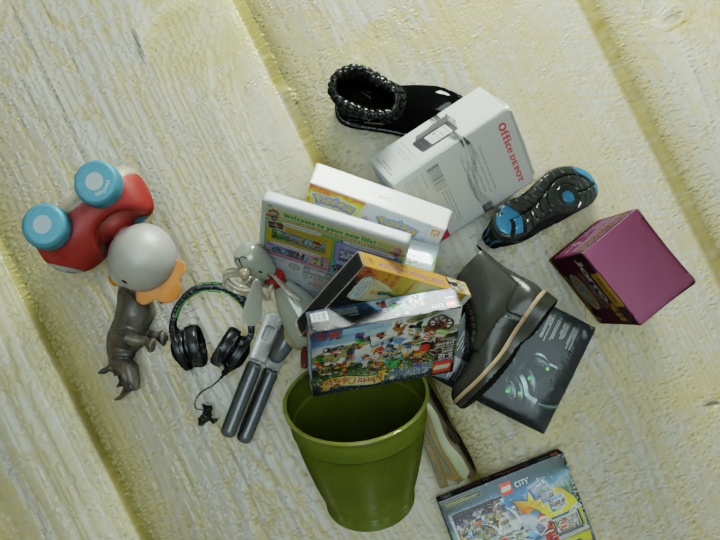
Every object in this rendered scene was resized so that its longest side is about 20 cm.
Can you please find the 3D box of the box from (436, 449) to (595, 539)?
[{"bbox_3d":[0.230,0.367,1.453,0.199,0.038,0.137,-21,89,-3],"label":"box"}]

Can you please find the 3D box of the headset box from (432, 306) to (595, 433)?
[{"bbox_3d":[0.224,0.121,1.441,0.199,0.093,0.175,26,87,-1],"label":"headset box"}]

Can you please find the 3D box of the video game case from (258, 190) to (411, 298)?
[{"bbox_3d":[-0.041,-0.014,1.326,0.199,0.182,0.022,17,51,5],"label":"video game case"}]

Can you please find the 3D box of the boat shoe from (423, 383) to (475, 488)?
[{"bbox_3d":[0.093,0.232,1.448,0.076,0.072,0.201,-29,90,9],"label":"boat shoe"}]

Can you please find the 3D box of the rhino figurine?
[{"bbox_3d":[-0.331,0.093,1.436,0.087,0.060,0.201,14,88,18],"label":"rhino figurine"}]

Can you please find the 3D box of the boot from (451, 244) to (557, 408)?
[{"bbox_3d":[0.160,0.079,1.369,0.138,0.077,0.200,39,89,15],"label":"boot"}]

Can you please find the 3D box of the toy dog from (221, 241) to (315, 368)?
[{"bbox_3d":[-0.106,0.059,1.341,0.200,0.132,0.097,31,48,-13],"label":"toy dog"}]

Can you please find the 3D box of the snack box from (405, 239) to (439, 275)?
[{"bbox_3d":[0.000,0.000,1.384,0.199,0.142,0.053,16,53,4],"label":"snack box"}]

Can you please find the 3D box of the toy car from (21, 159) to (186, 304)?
[{"bbox_3d":[-0.335,-0.025,1.368,0.177,0.184,0.200,-40,83,-3],"label":"toy car"}]

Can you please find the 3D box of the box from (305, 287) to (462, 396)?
[{"bbox_3d":[0.029,0.096,1.294,0.199,0.137,0.038,-9,47,-9],"label":"box"}]

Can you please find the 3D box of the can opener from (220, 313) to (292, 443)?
[{"bbox_3d":[-0.148,0.156,1.440,0.052,0.066,0.201,24,86,-14],"label":"can opener"}]

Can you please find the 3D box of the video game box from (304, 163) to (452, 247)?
[{"bbox_3d":[0.009,-0.050,1.400,0.199,0.182,0.047,19,50,-1],"label":"video game box"}]

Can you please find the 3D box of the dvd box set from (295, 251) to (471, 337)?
[{"bbox_3d":[0.032,0.052,1.312,0.146,0.200,0.029,-47,47,28],"label":"dvd box set"}]

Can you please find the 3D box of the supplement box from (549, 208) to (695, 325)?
[{"bbox_3d":[0.367,-0.001,1.398,0.103,0.200,0.131,-38,89,-3],"label":"supplement box"}]

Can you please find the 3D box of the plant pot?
[{"bbox_3d":[0.005,0.252,1.371,0.199,0.201,0.194,-10,119,-3],"label":"plant pot"}]

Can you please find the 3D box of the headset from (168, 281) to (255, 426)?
[{"bbox_3d":[-0.219,0.119,1.423,0.123,0.094,0.201,5,102,-2],"label":"headset"}]

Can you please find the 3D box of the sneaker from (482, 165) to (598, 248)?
[{"bbox_3d":[0.265,-0.095,1.466,0.199,0.082,0.073,-24,79,-22],"label":"sneaker"}]

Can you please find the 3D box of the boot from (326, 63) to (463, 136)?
[{"bbox_3d":[0.057,-0.242,1.413,0.210,0.158,0.080,-1,86,-1],"label":"boot"}]

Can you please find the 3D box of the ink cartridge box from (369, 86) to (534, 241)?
[{"bbox_3d":[0.135,-0.147,1.419,0.200,0.083,0.145,-33,131,-4],"label":"ink cartridge box"}]
